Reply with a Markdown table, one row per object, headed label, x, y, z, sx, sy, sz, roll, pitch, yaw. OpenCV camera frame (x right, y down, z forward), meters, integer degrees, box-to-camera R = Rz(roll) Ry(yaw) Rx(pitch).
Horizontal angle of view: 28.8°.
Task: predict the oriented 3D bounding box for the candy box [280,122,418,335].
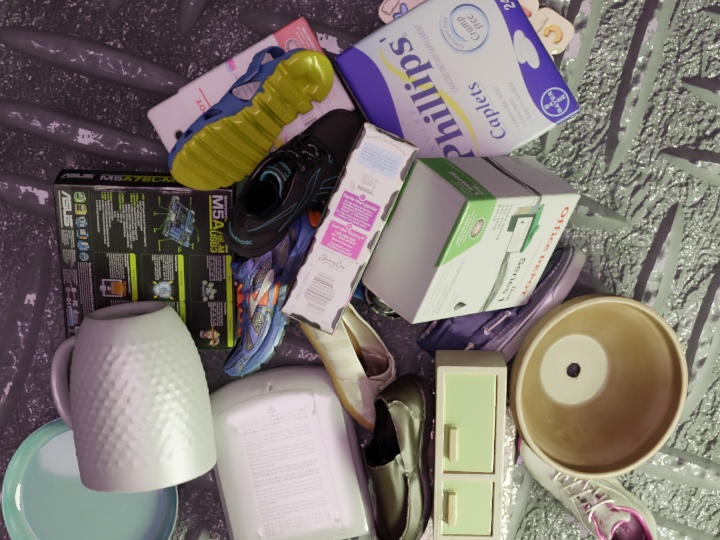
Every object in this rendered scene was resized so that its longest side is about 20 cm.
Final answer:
| label | x | y | z | sx | sy | sz | roll | pitch | yaw |
| --- | --- | --- | --- | --- | --- | --- | --- | --- | --- |
| candy box | -0.011 | -0.044 | 1.390 | 0.061 | 0.136 | 0.201 | 23 | 95 | -3 |

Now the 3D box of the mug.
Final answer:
| label | x | y | z | sx | sy | sz | roll | pitch | yaw |
| --- | --- | --- | --- | --- | --- | --- | --- | --- | --- |
| mug | -0.256 | 0.127 | 1.497 | 0.199 | 0.147 | 0.176 | 1 | 102 | 35 |

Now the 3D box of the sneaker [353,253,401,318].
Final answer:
| label | x | y | z | sx | sy | sz | roll | pitch | yaw |
| --- | --- | --- | --- | --- | --- | --- | --- | --- | --- |
| sneaker | 0.000 | -0.001 | 1.522 | 0.199 | 0.111 | 0.077 | 17 | 95 | -1 |

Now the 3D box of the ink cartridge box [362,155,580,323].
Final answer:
| label | x | y | z | sx | sy | sz | roll | pitch | yaw |
| --- | --- | --- | --- | --- | --- | --- | --- | --- | --- |
| ink cartridge box | 0.116 | -0.035 | 1.423 | 0.084 | 0.200 | 0.147 | 40 | 120 | 32 |

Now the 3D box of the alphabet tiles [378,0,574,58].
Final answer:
| label | x | y | z | sx | sy | sz | roll | pitch | yaw |
| --- | --- | --- | --- | --- | --- | --- | --- | --- | --- |
| alphabet tiles | 0.128 | -0.274 | 1.546 | 0.195 | 0.015 | 0.200 | 34 | 94 | -3 |

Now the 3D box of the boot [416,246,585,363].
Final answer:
| label | x | y | z | sx | sy | sz | roll | pitch | yaw |
| --- | --- | --- | --- | --- | --- | --- | --- | --- | --- |
| boot | 0.155 | 0.035 | 1.544 | 0.090 | 0.073 | 0.200 | 39 | 95 | -9 |

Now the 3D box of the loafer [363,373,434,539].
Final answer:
| label | x | y | z | sx | sy | sz | roll | pitch | yaw |
| --- | --- | --- | --- | --- | --- | --- | --- | --- | --- |
| loafer | 0.031 | 0.211 | 1.520 | 0.071 | 0.073 | 0.201 | -7 | 103 | -38 |

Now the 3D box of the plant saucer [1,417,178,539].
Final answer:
| label | x | y | z | sx | sy | sz | roll | pitch | yaw |
| --- | --- | --- | --- | --- | --- | --- | --- | --- | --- |
| plant saucer | -0.305 | 0.258 | 1.587 | 0.199 | 0.027 | 0.201 | 0 | 94 | 0 |

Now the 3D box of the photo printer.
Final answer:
| label | x | y | z | sx | sy | sz | roll | pitch | yaw |
| --- | --- | --- | --- | --- | --- | --- | --- | --- | --- |
| photo printer | -0.083 | 0.209 | 1.562 | 0.166 | 0.069 | 0.201 | -13 | 95 | 1 |

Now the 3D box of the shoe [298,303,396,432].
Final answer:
| label | x | y | z | sx | sy | sz | roll | pitch | yaw |
| --- | --- | --- | --- | --- | --- | --- | --- | --- | --- |
| shoe | 0.000 | 0.102 | 1.525 | 0.053 | 0.070 | 0.200 | -13 | 123 | 33 |

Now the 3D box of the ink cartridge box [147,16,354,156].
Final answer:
| label | x | y | z | sx | sy | sz | roll | pitch | yaw |
| --- | --- | --- | --- | --- | --- | --- | --- | --- | --- |
| ink cartridge box | -0.119 | -0.175 | 1.528 | 0.199 | 0.067 | 0.117 | -30 | 95 | 1 |

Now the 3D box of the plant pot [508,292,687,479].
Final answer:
| label | x | y | z | sx | sy | sz | roll | pitch | yaw |
| --- | --- | --- | --- | --- | --- | --- | --- | --- | --- |
| plant pot | 0.248 | 0.119 | 1.533 | 0.200 | 0.093 | 0.202 | -3 | 100 | -15 |

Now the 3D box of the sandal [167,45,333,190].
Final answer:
| label | x | y | z | sx | sy | sz | roll | pitch | yaw |
| --- | --- | --- | --- | --- | --- | --- | --- | --- | --- |
| sandal | -0.119 | -0.163 | 1.455 | 0.200 | 0.087 | 0.080 | -39 | 129 | 0 |

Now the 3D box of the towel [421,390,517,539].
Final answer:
| label | x | y | z | sx | sy | sz | roll | pitch | yaw |
| --- | --- | --- | --- | --- | --- | --- | --- | --- | --- |
| towel | 0.109 | 0.235 | 1.583 | 0.132 | 0.034 | 0.201 | 3 | 95 | 0 |

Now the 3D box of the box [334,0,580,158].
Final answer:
| label | x | y | z | sx | sy | sz | roll | pitch | yaw |
| --- | --- | --- | --- | --- | --- | --- | --- | --- | --- |
| box | 0.101 | -0.196 | 1.494 | 0.200 | 0.105 | 0.184 | -31 | 94 | 4 |

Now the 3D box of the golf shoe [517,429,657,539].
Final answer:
| label | x | y | z | sx | sy | sz | roll | pitch | yaw |
| --- | --- | --- | --- | --- | --- | --- | --- | --- | --- |
| golf shoe | 0.258 | 0.247 | 1.555 | 0.200 | 0.092 | 0.075 | 41 | 96 | -4 |

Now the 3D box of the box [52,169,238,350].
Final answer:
| label | x | y | z | sx | sy | sz | roll | pitch | yaw |
| --- | --- | --- | --- | --- | --- | --- | --- | --- | --- |
| box | -0.229 | -0.010 | 1.521 | 0.192 | 0.048 | 0.201 | 0 | 118 | -1 |

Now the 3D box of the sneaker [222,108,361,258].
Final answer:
| label | x | y | z | sx | sy | sz | roll | pitch | yaw |
| --- | --- | --- | --- | --- | --- | --- | --- | --- | --- |
| sneaker | -0.063 | -0.097 | 1.437 | 0.075 | 0.079 | 0.200 | 34 | 68 | 11 |

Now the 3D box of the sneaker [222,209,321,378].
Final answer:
| label | x | y | z | sx | sy | sz | roll | pitch | yaw |
| --- | --- | --- | --- | --- | --- | --- | --- | --- | --- |
| sneaker | -0.108 | 0.019 | 1.495 | 0.078 | 0.075 | 0.201 | 21 | 93 | -10 |

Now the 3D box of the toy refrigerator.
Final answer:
| label | x | y | z | sx | sy | sz | roll | pitch | yaw |
| --- | --- | --- | --- | --- | --- | --- | --- | --- | --- |
| toy refrigerator | 0.117 | 0.192 | 1.516 | 0.076 | 0.070 | 0.201 | 1 | 103 | 1 |
